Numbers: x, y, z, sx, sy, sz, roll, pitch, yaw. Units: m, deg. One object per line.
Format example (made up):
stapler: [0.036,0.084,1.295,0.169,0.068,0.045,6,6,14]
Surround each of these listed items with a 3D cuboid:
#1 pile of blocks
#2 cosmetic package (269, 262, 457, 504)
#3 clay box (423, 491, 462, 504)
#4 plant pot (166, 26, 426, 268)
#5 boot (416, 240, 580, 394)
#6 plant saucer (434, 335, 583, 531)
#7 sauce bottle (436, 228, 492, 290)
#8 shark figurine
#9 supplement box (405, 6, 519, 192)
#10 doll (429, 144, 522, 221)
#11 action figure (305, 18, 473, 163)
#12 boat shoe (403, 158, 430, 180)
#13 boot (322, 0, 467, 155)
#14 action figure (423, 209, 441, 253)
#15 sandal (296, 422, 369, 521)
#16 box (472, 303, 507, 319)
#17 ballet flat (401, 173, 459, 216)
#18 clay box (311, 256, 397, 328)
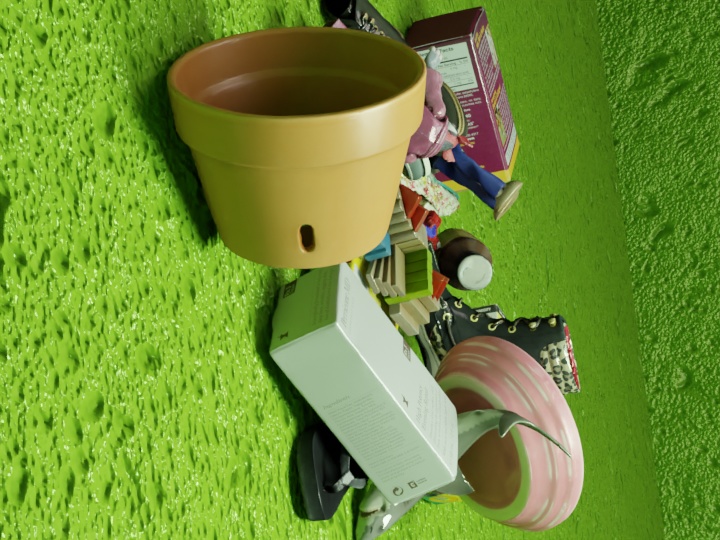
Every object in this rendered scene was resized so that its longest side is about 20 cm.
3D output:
pile of blocks: [0.036,-0.030,1.312,0.082,0.062,0.201,-73,143,-54]
cosmetic package: [0.006,0.098,1.246,0.200,0.074,0.102,54,21,-28]
clay box: [0.071,0.181,1.515,0.200,0.047,0.116,42,39,-63]
plant pot: [-0.048,-0.094,1.115,0.200,0.199,0.141,-68,160,-59]
boot: [0.136,0.053,1.482,0.073,0.153,0.205,-33,109,-73]
plant saucer: [0.130,0.165,1.387,0.051,0.200,0.202,-20,101,-33]
sauce bottle: [0.120,-0.009,1.653,0.200,0.064,0.065,-111,-172,-80]
shark figurine: [0.094,0.180,1.340,0.090,0.214,0.128,47,23,-23]
supplement box: [0.129,-0.218,1.825,0.131,0.103,0.201,-65,141,-61]
doll: [0.092,-0.138,1.617,0.200,0.048,0.137,41,-9,9]
action figure: [0.028,-0.158,1.344,0.199,0.134,0.149,24,10,-20]
boat shoe: [0.006,-0.159,1.458,0.200,0.062,0.073,55,-6,-37]
boot: [0.027,-0.219,1.512,0.200,0.077,0.138,52,5,35]
action figure: [0.051,-0.048,1.560,0.052,0.065,0.200,56,12,19]
sandal: [-0.012,0.164,1.279,0.200,0.043,0.077,-39,117,-70]
box: [0.143,0.145,1.719,0.050,0.075,0.201,48,37,-55]
ballet flat: [0.053,-0.092,1.612,0.064,0.075,0.200,-65,149,-7]
clay box: [0.000,0.000,1.377,0.201,0.047,0.115,-81,152,-48]
